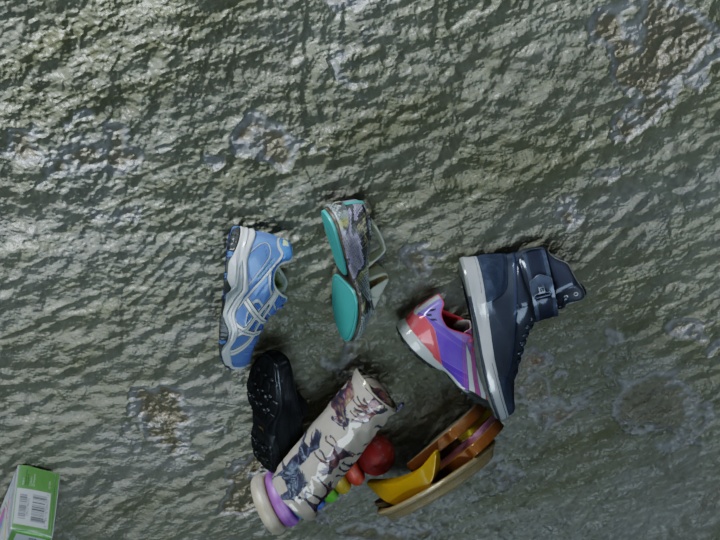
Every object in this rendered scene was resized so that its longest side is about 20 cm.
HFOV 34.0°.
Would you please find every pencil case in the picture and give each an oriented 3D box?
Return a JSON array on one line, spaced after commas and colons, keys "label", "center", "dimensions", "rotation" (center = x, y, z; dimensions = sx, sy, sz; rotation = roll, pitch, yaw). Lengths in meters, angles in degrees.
[{"label": "pencil case", "center": [-0.033, 0.222, 1.499], "dimensions": [0.201, 0.078, 0.089], "rotation": [-52, 146, 7]}]

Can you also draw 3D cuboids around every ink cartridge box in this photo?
[{"label": "ink cartridge box", "center": [-0.462, 0.367, 1.577], "dimensions": [0.058, 0.105, 0.201], "rotation": [16, 127, -21]}]

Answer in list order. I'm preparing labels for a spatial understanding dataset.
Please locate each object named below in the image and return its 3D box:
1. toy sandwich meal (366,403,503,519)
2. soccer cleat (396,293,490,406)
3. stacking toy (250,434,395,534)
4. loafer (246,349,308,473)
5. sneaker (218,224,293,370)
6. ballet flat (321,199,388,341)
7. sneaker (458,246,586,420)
[{"label": "toy sandwich meal", "center": [0.096, 0.253, 1.557], "dimensions": [0.204, 0.205, 0.071], "rotation": [-33, 86, 18]}, {"label": "soccer cleat", "center": [0.130, 0.104, 1.474], "dimensions": [0.073, 0.069, 0.199], "rotation": [-43, 124, 12]}, {"label": "stacking toy", "center": [-0.046, 0.277, 1.590], "dimensions": [0.198, 0.086, 0.086], "rotation": [-27, 130, 5]}, {"label": "loafer", "center": [-0.102, 0.172, 1.499], "dimensions": [0.070, 0.068, 0.203], "rotation": [-31, 141, -32]}, {"label": "sneaker", "center": [-0.124, 0.041, 1.369], "dimensions": [0.076, 0.076, 0.202], "rotation": [5, 131, -7]}, {"label": "ballet flat", "center": [0.000, 0.000, 1.365], "dimensions": [0.071, 0.073, 0.202], "rotation": [-8, 132, -2]}, {"label": "sneaker", "center": [0.204, 0.072, 1.410], "dimensions": [0.144, 0.077, 0.206], "rotation": [-11, 103, -3]}]
